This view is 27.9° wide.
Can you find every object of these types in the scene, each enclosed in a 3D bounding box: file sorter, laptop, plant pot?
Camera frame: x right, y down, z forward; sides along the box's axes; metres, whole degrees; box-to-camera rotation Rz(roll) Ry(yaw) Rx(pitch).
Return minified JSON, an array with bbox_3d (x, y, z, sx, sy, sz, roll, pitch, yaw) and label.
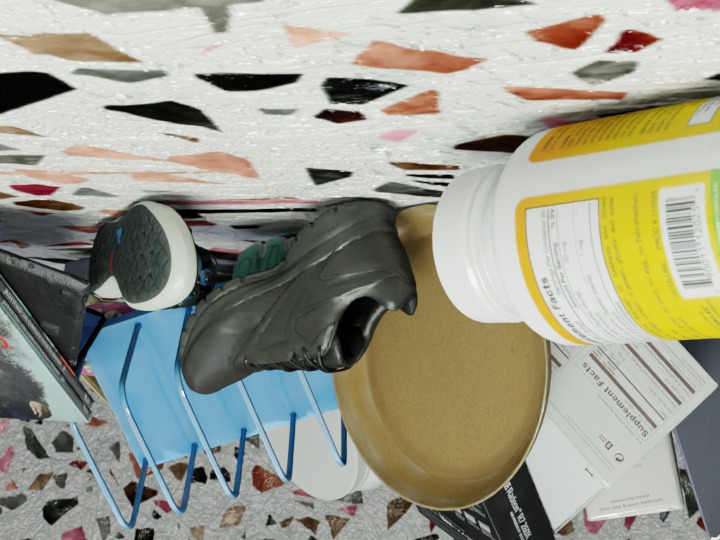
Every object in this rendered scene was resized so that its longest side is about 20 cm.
[{"bbox_3d":[-0.120,0.105,1.165,0.197,0.140,0.123,-17,-154,9],"label":"file sorter"},{"bbox_3d":[-0.276,-0.005,1.082,0.175,0.104,0.201,20,145,-4],"label":"laptop"},{"bbox_3d":[0.055,0.057,0.974,0.027,0.203,0.199,-3,177,-44],"label":"plant pot"}]

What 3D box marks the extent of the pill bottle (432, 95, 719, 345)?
[{"bbox_3d":[0.135,-0.021,0.712,0.110,0.113,0.198,9,169,-44],"label":"pill bottle"}]

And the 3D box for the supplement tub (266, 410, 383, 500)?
[{"bbox_3d":[0.016,0.126,1.422,0.143,0.146,0.199,-7,-165,45],"label":"supplement tub"}]

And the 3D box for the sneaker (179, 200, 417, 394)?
[{"bbox_3d":[-0.045,0.037,0.983,0.199,0.092,0.076,-37,155,27],"label":"sneaker"}]

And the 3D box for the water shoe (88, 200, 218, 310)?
[{"bbox_3d":[-0.132,-0.008,1.014,0.078,0.073,0.200,9,179,-24],"label":"water shoe"}]

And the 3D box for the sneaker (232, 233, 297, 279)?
[{"bbox_3d":[0.000,0.000,1.099,0.197,0.079,0.091,6,-172,-10],"label":"sneaker"}]

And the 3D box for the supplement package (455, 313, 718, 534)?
[{"bbox_3d":[0.146,0.086,1.073,0.111,0.156,0.200,-39,168,-16],"label":"supplement package"}]

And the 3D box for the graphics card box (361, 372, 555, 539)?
[{"bbox_3d":[0.072,0.145,1.099,0.125,0.051,0.201,30,154,42],"label":"graphics card box"}]

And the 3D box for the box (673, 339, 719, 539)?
[{"bbox_3d":[0.313,0.104,1.164,0.122,0.203,0.198,-20,165,15],"label":"box"}]

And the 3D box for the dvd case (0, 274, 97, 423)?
[{"bbox_3d":[-0.294,0.044,1.047,0.144,0.022,0.201,1,140,22],"label":"dvd case"}]

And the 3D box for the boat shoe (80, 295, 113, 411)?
[{"bbox_3d":[-0.260,0.074,1.390,0.073,0.063,0.200,-6,140,45],"label":"boat shoe"}]

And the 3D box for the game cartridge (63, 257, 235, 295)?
[{"bbox_3d":[-0.141,0.008,1.254,0.198,0.039,0.129,8,173,-41],"label":"game cartridge"}]

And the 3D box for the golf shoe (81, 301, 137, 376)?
[{"bbox_3d":[-0.156,0.053,1.263,0.197,0.077,0.092,4,-174,-1],"label":"golf shoe"}]

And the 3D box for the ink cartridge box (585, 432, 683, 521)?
[{"bbox_3d":[0.219,0.108,1.247,0.084,0.203,0.146,-10,170,11],"label":"ink cartridge box"}]
